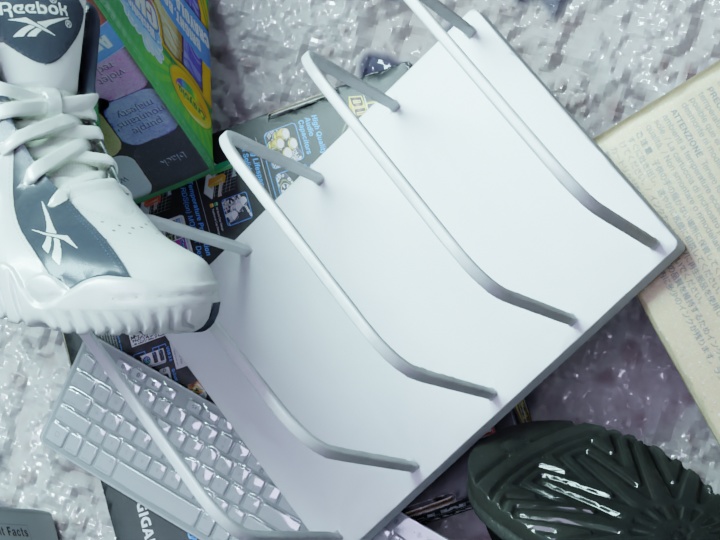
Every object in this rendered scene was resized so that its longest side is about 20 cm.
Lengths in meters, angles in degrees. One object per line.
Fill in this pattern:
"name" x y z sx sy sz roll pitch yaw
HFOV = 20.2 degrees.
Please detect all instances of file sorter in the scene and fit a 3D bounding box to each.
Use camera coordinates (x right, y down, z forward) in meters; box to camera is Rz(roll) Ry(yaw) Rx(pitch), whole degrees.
"file sorter" 0.000 0.000 0.815 0.200 0.124 0.139 -44 69 12

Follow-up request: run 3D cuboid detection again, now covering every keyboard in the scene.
"keyboard" -0.053 0.098 0.895 0.199 0.011 0.057 28 91 19

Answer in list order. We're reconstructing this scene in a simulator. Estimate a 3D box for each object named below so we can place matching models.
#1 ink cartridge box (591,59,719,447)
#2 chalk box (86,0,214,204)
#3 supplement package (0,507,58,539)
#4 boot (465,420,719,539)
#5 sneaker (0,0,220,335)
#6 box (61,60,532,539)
"ink cartridge box" 0.203 0.000 0.842 0.164 0.075 0.201 -30 73 11
"chalk box" -0.145 -0.100 0.904 0.124 0.124 0.201 -20 44 14
"supplement package" -0.185 0.218 0.914 0.113 0.109 0.202 -19 76 14
"boot" 0.118 0.171 0.822 0.211 0.079 0.159 33 131 36
"sneaker" -0.122 -0.056 0.765 0.198 0.079 0.131 22 104 45
"box" -0.035 0.031 0.929 0.197 0.050 0.202 -20 77 12
